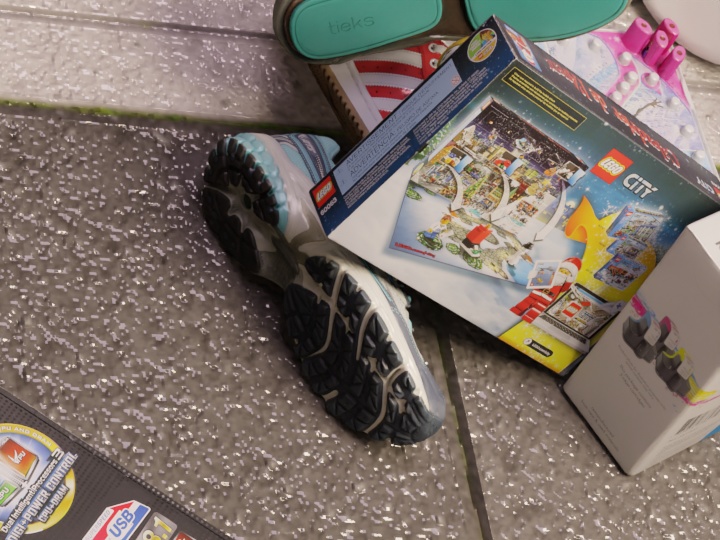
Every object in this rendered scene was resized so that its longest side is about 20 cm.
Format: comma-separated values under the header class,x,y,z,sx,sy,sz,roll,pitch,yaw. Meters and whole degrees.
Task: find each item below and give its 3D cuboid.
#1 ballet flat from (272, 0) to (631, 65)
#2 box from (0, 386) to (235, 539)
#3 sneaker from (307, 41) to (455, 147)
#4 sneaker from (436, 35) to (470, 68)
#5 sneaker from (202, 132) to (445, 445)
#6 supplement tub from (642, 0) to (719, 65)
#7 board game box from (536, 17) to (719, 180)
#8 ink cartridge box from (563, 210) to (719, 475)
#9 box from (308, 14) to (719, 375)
class,x,y,z,sx,sy,sz,roll,pitch,yaw
ballet flat,0.049,-0.158,1.313,0.198,0.068,0.064,-7,29,2
box,-0.159,0.170,1.105,0.160,0.044,0.200,34,49,1
sneaker,0.042,-0.104,1.358,0.112,0.071,0.201,-26,62,-5
sneaker,0.117,-0.070,1.322,0.200,0.078,0.082,33,24,-41
sneaker,0.000,0.000,1.285,0.086,0.078,0.201,-16,63,-36
supplement tub,0.279,-0.232,1.540,0.145,0.145,0.200,44,50,11
board game box,0.130,-0.075,1.433,0.198,0.026,0.201,1,55,-24
ink cartridge box,0.206,0.017,1.283,0.115,0.200,0.068,-22,68,-36
box,0.089,-0.034,1.257,0.199,0.137,0.038,30,25,-40
